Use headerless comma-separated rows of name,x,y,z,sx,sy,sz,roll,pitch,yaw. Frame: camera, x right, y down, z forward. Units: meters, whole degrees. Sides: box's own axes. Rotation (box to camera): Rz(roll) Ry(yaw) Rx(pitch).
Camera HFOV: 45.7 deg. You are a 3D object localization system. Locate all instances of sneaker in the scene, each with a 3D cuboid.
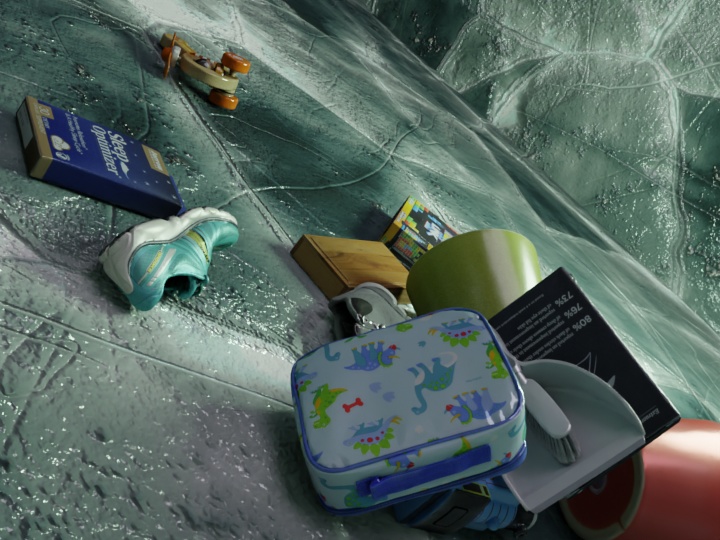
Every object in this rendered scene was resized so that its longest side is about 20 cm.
sneaker,0.035,0.094,0.996,0.200,0.075,0.115,39,24,25
sneaker,-0.182,-0.010,0.853,0.080,0.077,0.200,59,26,-1

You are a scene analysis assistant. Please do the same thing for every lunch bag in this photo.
lunch bag,0.040,0.126,0.762,0.161,0.198,0.083,-111,-174,-51

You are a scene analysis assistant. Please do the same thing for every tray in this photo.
tray,0.000,0.000,1.163,0.099,0.037,0.199,48,23,23

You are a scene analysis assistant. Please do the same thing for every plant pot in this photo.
plant pot,0.346,0.262,1.019,0.176,0.201,0.201,16,28,-25
plant pot,0.169,0.083,1.119,0.186,0.187,0.201,22,41,-37

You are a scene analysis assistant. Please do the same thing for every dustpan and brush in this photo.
dustpan and brush,0.168,0.123,0.853,0.057,0.139,0.200,61,-4,-40

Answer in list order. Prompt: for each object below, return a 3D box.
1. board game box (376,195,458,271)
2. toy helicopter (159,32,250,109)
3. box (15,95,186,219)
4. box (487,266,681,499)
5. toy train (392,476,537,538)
board game box,0.117,-0.034,1.405,0.165,0.057,0.200,37,21,-2
toy helicopter,-0.277,-0.339,1.374,0.132,0.079,0.200,4,28,-43
box,-0.273,-0.116,0.944,0.199,0.032,0.121,21,27,-42
box,0.223,0.123,0.927,0.201,0.148,0.104,56,6,19
toy train,0.104,0.206,0.854,0.199,0.087,0.115,25,33,-38
